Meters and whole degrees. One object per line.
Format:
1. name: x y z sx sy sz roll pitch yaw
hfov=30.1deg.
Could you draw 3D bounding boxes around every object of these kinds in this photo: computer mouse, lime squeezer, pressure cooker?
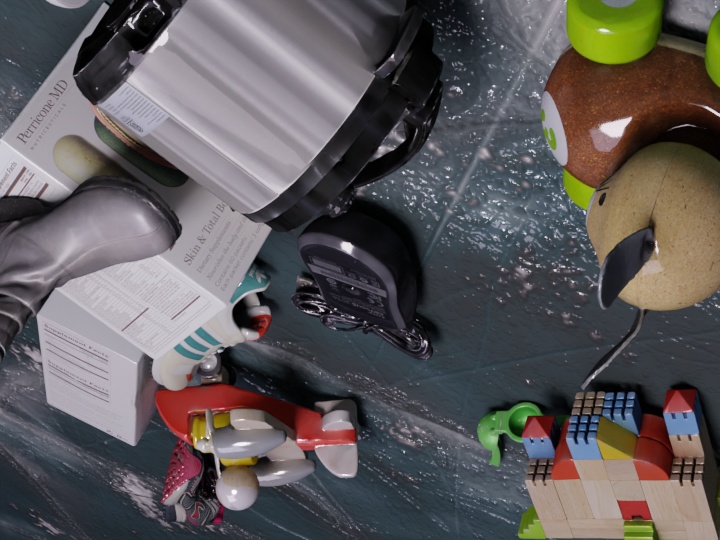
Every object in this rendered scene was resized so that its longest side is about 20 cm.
1. computer mouse: 0.000 0.000 1.100 0.137 0.053 0.200 22 160 14
2. lime squeezer: 0.149 0.149 1.206 0.070 0.038 0.200 36 148 -13
3. pressure cooker: -0.053 -0.122 0.816 0.199 0.179 0.176 36 -169 -19

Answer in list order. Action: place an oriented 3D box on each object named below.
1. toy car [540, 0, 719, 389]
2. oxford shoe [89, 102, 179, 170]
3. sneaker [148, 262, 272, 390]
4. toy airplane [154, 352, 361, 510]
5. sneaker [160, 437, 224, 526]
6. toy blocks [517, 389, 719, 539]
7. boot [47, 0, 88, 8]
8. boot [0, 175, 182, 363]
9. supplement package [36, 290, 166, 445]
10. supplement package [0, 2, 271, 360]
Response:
1. toy car: 0.156 -0.037 0.754 0.156 0.201 0.165 17 148 19
2. oxford shoe: -0.096 -0.104 0.963 0.198 0.072 0.074 20 165 -22
3. sneaker: -0.136 0.056 1.248 0.093 0.071 0.201 23 134 4
4. toy airplane: -0.094 0.176 1.345 0.199 0.143 0.198 30 162 -31
5. sneaker: -0.201 0.262 1.644 0.074 0.082 0.200 12 157 -1
6. toy blocks: 0.212 0.159 1.108 0.198 0.100 0.138 -5 129 26
7. boot: -0.249 -0.268 0.890 0.095 0.074 0.201 12 138 37
8. boot: -0.217 0.010 0.909 0.198 0.132 0.070 -10 130 40
9. supplement package: -0.246 0.070 1.344 0.109 0.114 0.201 25 149 5
10. supplement package: -0.178 -0.064 1.042 0.199 0.153 0.150 37 148 -13
